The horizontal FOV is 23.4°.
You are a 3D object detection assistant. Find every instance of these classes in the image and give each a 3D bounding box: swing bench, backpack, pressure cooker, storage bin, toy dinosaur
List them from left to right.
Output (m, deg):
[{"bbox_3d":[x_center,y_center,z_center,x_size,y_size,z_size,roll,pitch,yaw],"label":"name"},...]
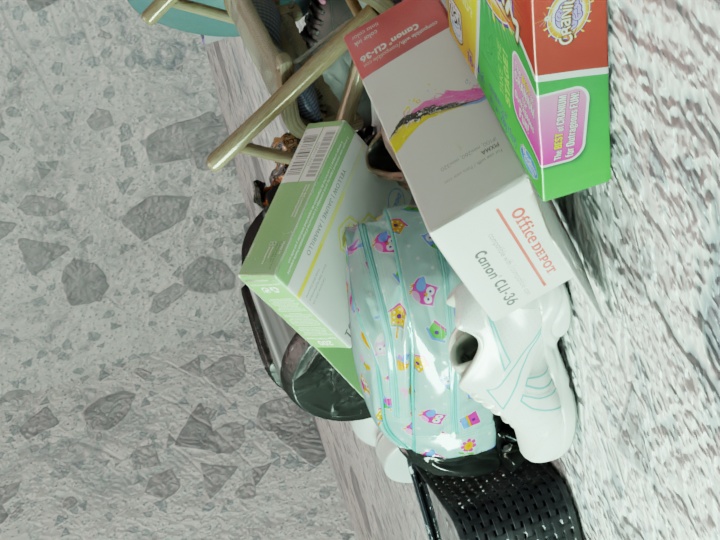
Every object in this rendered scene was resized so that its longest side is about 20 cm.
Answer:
[{"bbox_3d":[-0.057,-0.207,1.397,0.201,0.129,0.200,-54,43,32],"label":"swing bench"},{"bbox_3d":[-0.040,-0.083,1.678,0.200,0.134,0.103,119,132,-81],"label":"toy dinosaur"},{"bbox_3d":[-0.014,0.012,1.568,0.177,0.177,0.201,112,145,-43],"label":"pressure cooker"},{"bbox_3d":[0.053,0.042,1.271,0.201,0.125,0.168,82,171,-49],"label":"backpack"},{"bbox_3d":[0.113,0.216,1.382,0.200,0.093,0.137,-131,23,-76],"label":"storage bin"}]

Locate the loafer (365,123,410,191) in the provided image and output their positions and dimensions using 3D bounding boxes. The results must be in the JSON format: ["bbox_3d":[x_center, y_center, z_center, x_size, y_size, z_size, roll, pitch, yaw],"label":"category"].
[{"bbox_3d":[0.038,-0.090,1.250,0.200,0.062,0.073,110,166,-81],"label":"loafer"}]

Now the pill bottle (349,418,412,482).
[{"bbox_3d":[0.030,0.101,1.692,0.111,0.110,0.201,81,170,-53],"label":"pill bottle"}]

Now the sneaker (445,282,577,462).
[{"bbox_3d":[0.098,0.061,1.161,0.201,0.079,0.071,77,170,-46],"label":"sneaker"}]

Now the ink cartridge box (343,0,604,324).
[{"bbox_3d":[0.067,-0.054,1.025,0.117,0.067,0.201,49,-165,-53],"label":"ink cartridge box"}]

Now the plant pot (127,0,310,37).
[{"bbox_3d":[-0.102,-0.293,1.566,0.134,0.200,0.201,30,154,22],"label":"plant pot"}]

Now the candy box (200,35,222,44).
[{"bbox_3d":[-0.238,-0.466,2.614,0.168,0.071,0.202,104,147,-78],"label":"candy box"}]

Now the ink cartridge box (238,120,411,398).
[{"bbox_3d":[0.000,0.000,1.370,0.200,0.048,0.147,45,-123,-38],"label":"ink cartridge box"}]

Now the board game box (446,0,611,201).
[{"bbox_3d":[0.080,-0.160,0.887,0.201,0.040,0.154,79,170,-47],"label":"board game box"}]

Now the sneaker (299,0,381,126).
[{"bbox_3d":[-0.041,-0.203,1.534,0.071,0.098,0.202,-114,10,-52],"label":"sneaker"}]
